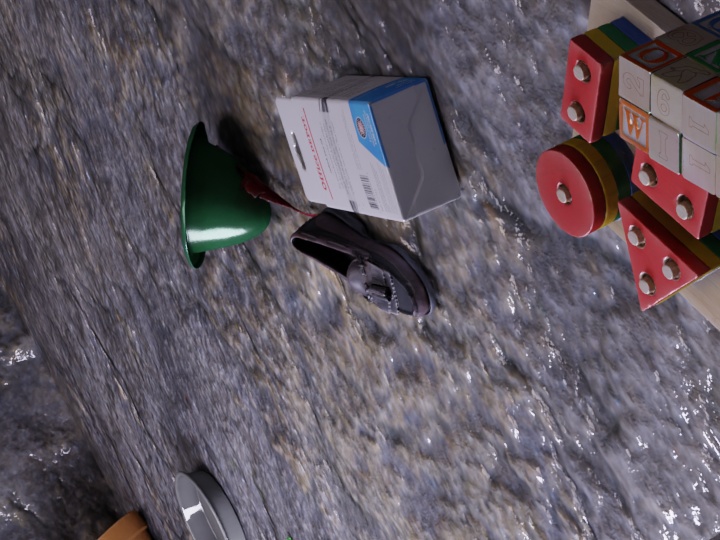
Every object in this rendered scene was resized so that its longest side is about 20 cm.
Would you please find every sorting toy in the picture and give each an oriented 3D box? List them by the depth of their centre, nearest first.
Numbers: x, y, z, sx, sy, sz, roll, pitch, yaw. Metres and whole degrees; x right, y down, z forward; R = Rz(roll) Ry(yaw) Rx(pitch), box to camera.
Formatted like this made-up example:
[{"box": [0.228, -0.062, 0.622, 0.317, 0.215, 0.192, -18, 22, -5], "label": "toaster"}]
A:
[{"box": [0.202, -0.068, 1.119, 0.200, 0.069, 0.200, 48, 152, 35], "label": "sorting toy"}]

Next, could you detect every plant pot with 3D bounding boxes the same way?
[{"box": [-0.454, 0.574, 3.049, 0.140, 0.200, 0.200, 44, 154, 7], "label": "plant pot"}]

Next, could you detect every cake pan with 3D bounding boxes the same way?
[{"box": [-0.237, 0.408, 2.583, 0.200, 0.037, 0.201, 47, 151, 37], "label": "cake pan"}]

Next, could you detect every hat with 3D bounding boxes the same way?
[{"box": [-0.109, -0.078, 1.852, 0.201, 0.175, 0.166, -84, -7, -45], "label": "hat"}]

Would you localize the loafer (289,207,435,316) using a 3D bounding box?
[{"box": [0.000, 0.000, 1.631, 0.200, 0.063, 0.072, 39, 146, 47], "label": "loafer"}]

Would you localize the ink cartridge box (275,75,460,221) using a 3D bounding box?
[{"box": [0.003, -0.119, 1.501, 0.200, 0.068, 0.117, 16, 126, 61], "label": "ink cartridge box"}]

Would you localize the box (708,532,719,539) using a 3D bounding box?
[{"box": [0.274, 0.309, 1.170, 0.200, 0.199, 0.131, 61, 156, 10], "label": "box"}]

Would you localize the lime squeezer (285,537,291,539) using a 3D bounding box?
[{"box": [-0.060, 0.480, 2.291, 0.071, 0.038, 0.200, -52, 59, 30], "label": "lime squeezer"}]

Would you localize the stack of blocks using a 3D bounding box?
[{"box": [0.257, -0.083, 0.928, 0.200, 0.115, 0.059, 40, 147, 45], "label": "stack of blocks"}]
